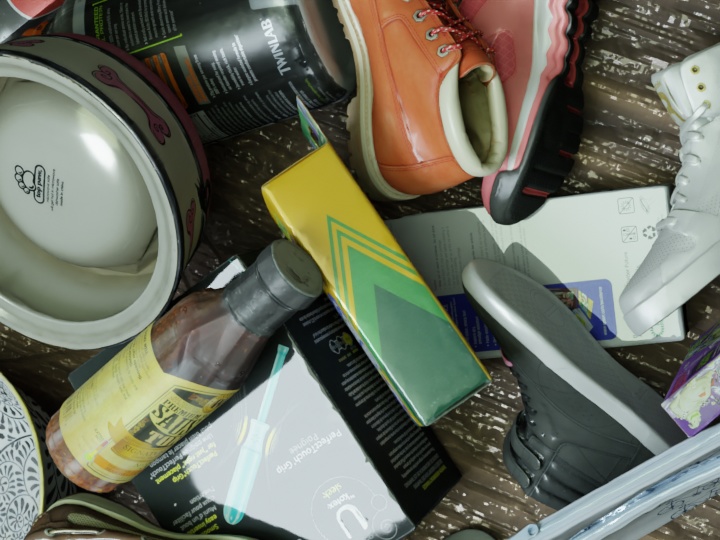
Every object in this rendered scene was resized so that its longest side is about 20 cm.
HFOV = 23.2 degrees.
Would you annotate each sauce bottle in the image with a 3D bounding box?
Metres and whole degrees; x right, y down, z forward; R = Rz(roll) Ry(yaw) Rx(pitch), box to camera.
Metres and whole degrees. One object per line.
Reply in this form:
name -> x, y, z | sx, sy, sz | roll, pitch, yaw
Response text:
sauce bottle -> -0.103, 0.055, 1.025 | 0.200, 0.066, 0.066 | -41, 84, 29

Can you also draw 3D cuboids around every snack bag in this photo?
snack bag -> 0.180, 0.130, 1.035 | 0.188, 0.200, 0.021 | -31, 72, 16

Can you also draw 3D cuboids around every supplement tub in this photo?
supplement tub -> -0.111, -0.140, 1.123 | 0.199, 0.123, 0.123 | -16, 92, 17

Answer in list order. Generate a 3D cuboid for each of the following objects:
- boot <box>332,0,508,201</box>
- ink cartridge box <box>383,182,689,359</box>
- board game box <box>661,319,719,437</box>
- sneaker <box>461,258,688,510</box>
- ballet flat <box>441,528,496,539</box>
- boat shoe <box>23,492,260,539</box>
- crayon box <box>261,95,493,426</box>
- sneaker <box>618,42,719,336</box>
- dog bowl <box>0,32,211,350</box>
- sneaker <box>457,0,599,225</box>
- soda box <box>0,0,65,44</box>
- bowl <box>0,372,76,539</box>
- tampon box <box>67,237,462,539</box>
boot -> 0.042, -0.145, 1.055 | 0.107, 0.075, 0.201 | -4, 95, 53
ink cartridge box -> 0.105, 0.004, 1.122 | 0.199, 0.039, 0.100 | -5, 95, 15
board game box -> 0.233, 0.030, 1.005 | 0.120, 0.200, 0.032 | -39, 86, 16
sneaker -> 0.110, 0.081, 1.081 | 0.099, 0.071, 0.200 | -38, 114, 24
ballet flat -> 0.028, 0.259, 1.158 | 0.067, 0.064, 0.200 | 39, 104, 8
boat shoe -> -0.114, 0.195, 1.056 | 0.202, 0.075, 0.075 | 12, 103, 17
crayon box -> 0.000, 0.000, 1.062 | 0.051, 0.126, 0.200 | -34, 85, -3
sneaker -> 0.202, -0.063, 1.054 | 0.200, 0.074, 0.116 | -44, 87, -7
dog bowl -> -0.179, -0.055, 1.070 | 0.199, 0.074, 0.201 | 14, 125, 20
sneaker -> 0.094, -0.127, 1.097 | 0.087, 0.074, 0.201 | 9, 84, 28
soda box -> -0.202, -0.201, 1.167 | 0.200, 0.071, 0.063 | -35, 81, 16
bowl -> -0.256, 0.160, 1.197 | 0.200, 0.094, 0.202 | -7, 78, 35
tampon box -> -0.059, 0.103, 1.132 | 0.150, 0.126, 0.200 | -34, 87, 19
